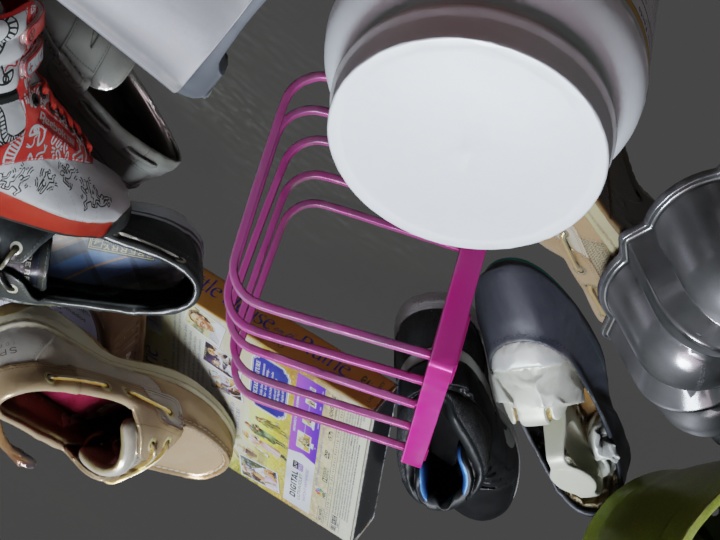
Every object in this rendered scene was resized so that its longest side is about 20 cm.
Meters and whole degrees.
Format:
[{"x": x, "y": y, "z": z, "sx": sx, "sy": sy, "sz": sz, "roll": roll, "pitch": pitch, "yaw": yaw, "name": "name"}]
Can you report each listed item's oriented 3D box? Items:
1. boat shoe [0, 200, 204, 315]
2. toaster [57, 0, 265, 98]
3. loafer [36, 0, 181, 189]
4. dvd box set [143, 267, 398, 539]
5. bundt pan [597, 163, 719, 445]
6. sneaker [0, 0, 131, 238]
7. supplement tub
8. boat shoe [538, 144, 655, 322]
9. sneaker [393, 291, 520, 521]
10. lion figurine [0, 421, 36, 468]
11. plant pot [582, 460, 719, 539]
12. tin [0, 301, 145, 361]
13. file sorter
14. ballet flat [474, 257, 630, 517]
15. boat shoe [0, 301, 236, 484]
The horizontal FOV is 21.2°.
[{"x": -0.181, "y": -0.013, "z": 1.069, "sx": 0.198, "sy": 0.057, "sz": 0.069, "roll": 5, "pitch": 118, "yaw": -16, "name": "boat shoe"}, {"x": -0.080, "y": -0.185, "z": 0.913, "sx": 0.129, "sy": 0.114, "sz": 0.200, "roll": 31, "pitch": 138, "yaw": -14, "name": "toaster"}, {"x": -0.154, "y": -0.122, "z": 1.042, "sx": 0.069, "sy": 0.070, "sz": 0.201, "roll": -7, "pitch": 141, "yaw": 14, "name": "loafer"}, {"x": -0.073, "y": 0.073, "z": 1.195, "sx": 0.199, "sy": 0.029, "sz": 0.147, "roll": 30, "pitch": 142, "yaw": 18, "name": "dvd box set"}, {"x": 0.231, "y": 0.024, "z": 1.027, "sx": 0.200, "sy": 0.076, "sz": 0.203, "roll": -7, "pitch": 138, "yaw": -6, "name": "bundt pan"}, {"x": -0.171, "y": -0.084, "z": 0.979, "sx": 0.067, "sy": 0.109, "sz": 0.201, "roll": 33, "pitch": -168, "yaw": 35, "name": "sneaker"}, {"x": 0.063, "y": -0.123, "z": 0.870, "sx": 0.143, "sy": 0.201, "sz": 0.145, "roll": 9, "pitch": 139, "yaw": 8, "name": "supplement tub"}, {"x": 0.117, "y": -0.035, "z": 1.048, "sx": 0.064, "sy": 0.072, "sz": 0.200, "roll": -14, "pitch": 132, "yaw": 28, "name": "boat shoe"}, {"x": 0.055, "y": 0.120, "z": 1.199, "sx": 0.072, "sy": 0.112, "sz": 0.201, "roll": -7, "pitch": 134, "yaw": 12, "name": "sneaker"}, {"x": -0.279, "y": 0.037, "z": 1.214, "sx": 0.199, "sy": 0.072, "sz": 0.123, "roll": 30, "pitch": 134, "yaw": 15, "name": "lion figurine"}, {"x": 0.220, "y": 0.193, "z": 1.122, "sx": 0.199, "sy": 0.201, "sz": 0.193, "roll": 29, "pitch": 174, "yaw": -15, "name": "plant pot"}, {"x": -0.189, "y": 0.039, "z": 1.206, "sx": 0.111, "sy": 0.042, "sz": 0.201, "roll": 29, "pitch": 141, "yaw": 16, "name": "tin"}, {"x": 0.000, "y": 0.000, "z": 1.026, "sx": 0.124, "sy": 0.140, "sz": 0.200, "roll": 16, "pitch": 161, "yaw": 3, "name": "file sorter"}, {"x": 0.120, "y": 0.081, "z": 1.176, "sx": 0.072, "sy": 0.073, "sz": 0.201, "roll": -7, "pitch": 134, "yaw": 24, "name": "ballet flat"}, {"x": -0.149, "y": 0.091, "z": 1.133, "sx": 0.074, "sy": 0.070, "sz": 0.199, "roll": -34, "pitch": 136, "yaw": 26, "name": "boat shoe"}]
